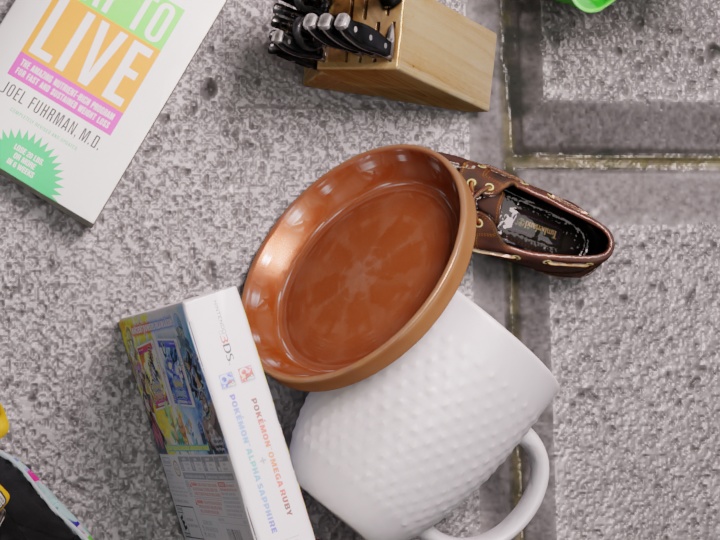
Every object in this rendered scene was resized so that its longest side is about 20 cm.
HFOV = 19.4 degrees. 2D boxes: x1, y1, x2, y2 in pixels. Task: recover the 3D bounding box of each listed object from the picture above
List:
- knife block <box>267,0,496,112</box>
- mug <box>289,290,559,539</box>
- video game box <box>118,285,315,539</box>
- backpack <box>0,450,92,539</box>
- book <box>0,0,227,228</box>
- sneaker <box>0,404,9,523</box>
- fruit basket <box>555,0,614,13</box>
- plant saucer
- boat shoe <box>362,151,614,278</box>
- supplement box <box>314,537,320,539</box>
[{"bbox_3d":[0.026,-0.170,1.531,0.199,0.175,0.064,8,85,-15],"label":"knife block"},{"bbox_3d":[0.053,0.124,1.539,0.200,0.148,0.176,42,84,-19],"label":"mug"},{"bbox_3d":[-0.103,0.109,1.466,0.047,0.200,0.183,-20,92,-19],"label":"video game box"},{"bbox_3d":[-0.257,0.226,1.425,0.177,0.151,0.200,-38,59,-14],"label":"backpack"},{"bbox_3d":[-0.202,-0.151,1.538,0.133,0.048,0.201,31,81,-7],"label":"book"},{"bbox_3d":[-0.269,0.157,1.336,0.082,0.078,0.201,-6,53,10],"label":"sneaker"},{"bbox_3d":[0.219,-0.288,1.580,0.215,0.216,0.156,-35,96,-15],"label":"fruit basket"},{"bbox_3d":[0.000,0.000,1.512,0.032,0.200,0.201,43,75,-37],"label":"plant saucer"},{"bbox_3d":[0.098,-0.046,1.598,0.199,0.070,0.071,15,84,-13],"label":"boat shoe"},{"bbox_3d":[0.007,0.261,1.511,0.199,0.109,0.061,25,54,-23],"label":"supplement box"}]
